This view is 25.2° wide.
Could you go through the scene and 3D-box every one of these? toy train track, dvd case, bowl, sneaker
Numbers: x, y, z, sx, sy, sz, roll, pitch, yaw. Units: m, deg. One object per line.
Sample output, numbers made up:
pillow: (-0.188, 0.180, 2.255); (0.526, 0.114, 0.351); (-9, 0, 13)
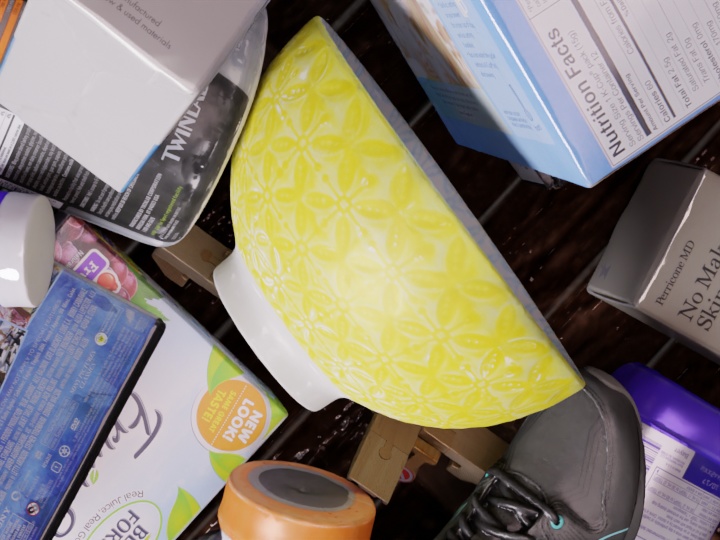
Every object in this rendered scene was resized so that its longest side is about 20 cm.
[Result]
toy train track: (-0.017, 0.045, 0.786); (0.199, 0.033, 0.115); (36, 50, -9)
dvd case: (-0.204, 0.039, 0.707); (0.199, 0.018, 0.144); (28, 85, 7)
bowl: (0.000, 0.000, 0.715); (0.107, 0.200, 0.201); (-37, 105, 6)
sneaker: (0.068, 0.138, 0.745); (0.079, 0.075, 0.201); (12, 104, -51)

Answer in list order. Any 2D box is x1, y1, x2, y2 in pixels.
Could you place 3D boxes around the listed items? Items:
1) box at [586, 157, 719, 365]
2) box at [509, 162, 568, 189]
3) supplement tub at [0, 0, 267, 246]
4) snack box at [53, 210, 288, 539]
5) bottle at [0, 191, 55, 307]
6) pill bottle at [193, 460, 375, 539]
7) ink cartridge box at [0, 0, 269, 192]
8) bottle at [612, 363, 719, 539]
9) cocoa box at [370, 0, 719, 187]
box: (0.224, 0.024, 0.829); (0.199, 0.068, 0.083); (26, 91, -16)
box: (0.105, -0.178, 0.784); (0.200, 0.050, 0.199); (-39, 106, -6)
supplement tub: (-0.150, -0.099, 0.694); (0.199, 0.123, 0.123); (22, 92, -15)
snack box: (-0.153, 0.091, 0.755); (0.142, 0.053, 0.200); (43, 87, -16)
bottle: (-0.230, -0.015, 0.674); (0.198, 0.065, 0.084); (3, 75, 4)
pill bottle: (-0.048, 0.194, 0.757); (0.105, 0.106, 0.202); (9, 103, -15)
ink cartridge box: (-0.050, -0.139, 0.612); (0.067, 0.116, 0.201); (36, 66, -9)
bottle: (0.121, 0.151, 0.816); (0.083, 0.065, 0.201); (28, 91, -14)
cocoa box: (0.082, -0.130, 0.657); (0.131, 0.200, 0.134); (-34, 104, -4)
